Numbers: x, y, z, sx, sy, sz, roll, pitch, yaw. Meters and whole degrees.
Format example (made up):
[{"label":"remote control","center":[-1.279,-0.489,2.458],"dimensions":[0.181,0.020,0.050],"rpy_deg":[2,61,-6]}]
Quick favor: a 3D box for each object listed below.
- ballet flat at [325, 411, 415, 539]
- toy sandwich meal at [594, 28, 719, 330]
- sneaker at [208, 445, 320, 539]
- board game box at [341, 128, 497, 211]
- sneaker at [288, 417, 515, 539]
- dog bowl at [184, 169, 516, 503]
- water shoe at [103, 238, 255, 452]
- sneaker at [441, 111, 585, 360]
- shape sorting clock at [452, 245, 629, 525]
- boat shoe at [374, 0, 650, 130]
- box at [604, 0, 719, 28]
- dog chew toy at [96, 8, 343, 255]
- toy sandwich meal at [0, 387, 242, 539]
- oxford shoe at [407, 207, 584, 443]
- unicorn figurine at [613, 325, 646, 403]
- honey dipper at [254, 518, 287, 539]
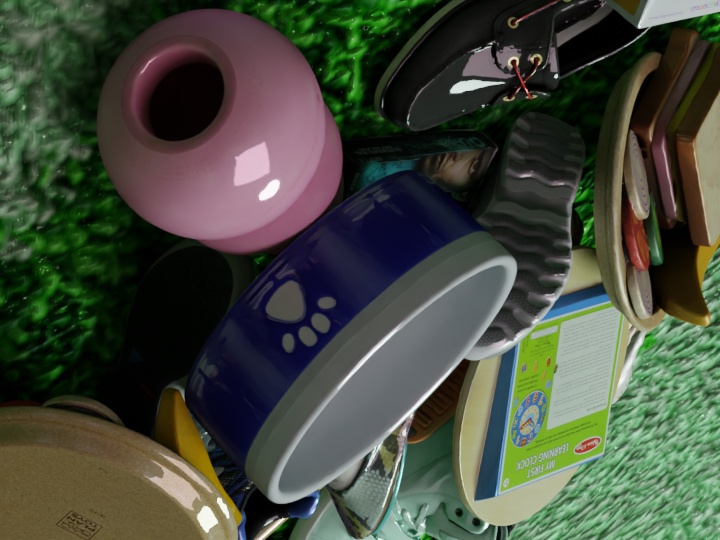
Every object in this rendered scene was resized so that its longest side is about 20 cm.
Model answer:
[{"label":"ballet flat","center":[0.005,0.088,1.694],"dimensions":[0.071,0.069,0.201],"rpy_deg":[5,121,-31]},{"label":"toy sandwich meal","center":[0.215,-0.056,1.731],"dimensions":[0.205,0.070,0.206],"rpy_deg":[2,90,-68]},{"label":"sneaker","center":[-0.110,0.158,1.666],"dimensions":[0.200,0.078,0.076],"rpy_deg":[-29,144,-26]},{"label":"board game box","center":[0.000,0.000,1.665],"dimensions":[0.135,0.028,0.201],"rpy_deg":[-9,133,-45]},{"label":"sneaker","center":[0.035,0.185,1.831],"dimensions":[0.201,0.118,0.074],"rpy_deg":[-48,150,6]},{"label":"dog bowl","center":[-0.006,0.039,1.503],"dimensions":[0.200,0.079,0.200],"rpy_deg":[-42,165,-14]},{"label":"water shoe","center":[-0.099,0.046,1.567],"dimensions":[0.079,0.072,0.200],"rpy_deg":[-19,149,-42]},{"label":"sneaker","center":[0.098,-0.008,1.663],"dimensions":[0.082,0.074,0.200],"rpy_deg":[111,4,-48]},{"label":"shape sorting clock","center":[0.122,0.078,1.756],"dimensions":[0.200,0.039,0.201],"rpy_deg":[-28,126,-46]},{"label":"boat shoe","center":[0.098,-0.140,1.594],"dimensions":[0.201,0.063,0.074],"rpy_deg":[-30,148,-23]},{"label":"box","center":[0.215,-0.231,1.580],"dimensions":[0.199,0.112,0.102],"rpy_deg":[-15,136,-39]},{"label":"dog chew toy","center":[-0.066,-0.065,1.433],"dimensions":[0.125,0.125,0.200],"rpy_deg":[-46,157,0]},{"label":"toy sandwich meal","center":[-0.154,0.125,1.528],"dimensions":[0.206,0.204,0.070],"rpy_deg":[84,19,-52]},{"label":"oxford shoe","center":[0.090,0.039,1.779],"dimensions":[0.200,0.071,0.073],"rpy_deg":[-52,152,8]},{"label":"unicorn figurine","center":[0.154,0.099,1.913],"dimensions":[0.200,0.074,0.138],"rpy_deg":[-31,157,-34]},{"label":"honey dipper","center":[-0.067,0.180,1.783],"dimensions":[0.200,0.038,0.038],"rpy_deg":[-39,148,-14]}]
